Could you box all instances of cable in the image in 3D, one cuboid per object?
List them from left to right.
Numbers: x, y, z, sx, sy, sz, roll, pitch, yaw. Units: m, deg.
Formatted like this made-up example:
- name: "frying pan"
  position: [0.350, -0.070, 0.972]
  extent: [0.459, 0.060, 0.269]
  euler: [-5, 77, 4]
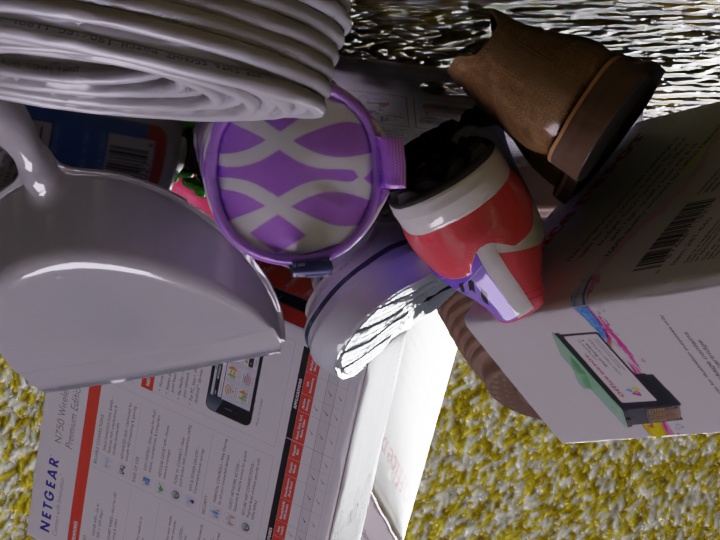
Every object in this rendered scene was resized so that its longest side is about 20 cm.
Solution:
- name: "cable"
  position: [-0.102, -0.100, 0.916]
  extent: [0.198, 0.070, 0.200]
  euler: [8, 175, -13]

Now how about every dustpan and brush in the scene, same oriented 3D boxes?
- name: "dustpan and brush"
  position: [-0.129, -0.020, 1.083]
  extent: [0.138, 0.058, 0.200]
  euler: [-10, 150, 18]

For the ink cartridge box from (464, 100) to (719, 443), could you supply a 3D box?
- name: "ink cartridge box"
  position: [0.159, -0.005, 1.068]
  extent: [0.084, 0.145, 0.200]
  euler: [51, 154, -15]

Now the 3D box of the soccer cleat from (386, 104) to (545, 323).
- name: "soccer cleat"
  position: [0.049, -0.027, 1.109]
  extent: [0.068, 0.074, 0.200]
  euler: [-30, -171, 4]

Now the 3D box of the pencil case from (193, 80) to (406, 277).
- name: "pencil case"
  position: [-0.031, -0.054, 1.082]
  extent: [0.085, 0.085, 0.200]
  euler: [-13, -170, -4]

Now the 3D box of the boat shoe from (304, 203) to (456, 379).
- name: "boat shoe"
  position: [0.000, 0.000, 1.165]
  extent: [0.067, 0.074, 0.200]
  euler: [42, -168, 7]

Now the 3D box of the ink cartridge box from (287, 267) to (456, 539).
- name: "ink cartridge box"
  position: [-0.003, 0.038, 1.405]
  extent: [0.084, 0.201, 0.146]
  euler: [5, 151, 20]

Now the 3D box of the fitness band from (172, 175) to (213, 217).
- name: "fitness band"
  position: [-0.131, -0.025, 1.380]
  extent: [0.199, 0.144, 0.037]
  euler: [35, 123, -15]

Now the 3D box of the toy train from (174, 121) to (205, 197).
- name: "toy train"
  position: [-0.060, -0.053, 1.317]
  extent: [0.056, 0.042, 0.200]
  euler: [5, -165, -33]

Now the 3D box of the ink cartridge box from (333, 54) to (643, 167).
- name: "ink cartridge box"
  position: [0.067, -0.075, 1.254]
  extent: [0.161, 0.058, 0.200]
  euler: [6, 155, 6]

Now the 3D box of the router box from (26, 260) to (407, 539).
- name: "router box"
  position: [-0.080, 0.085, 1.289]
  extent: [0.178, 0.201, 0.049]
  euler: [23, -148, 18]

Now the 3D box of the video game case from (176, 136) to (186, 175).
- name: "video game case"
  position: [-0.210, -0.050, 1.255]
  extent: [0.198, 0.024, 0.182]
  euler: [15, -151, 9]

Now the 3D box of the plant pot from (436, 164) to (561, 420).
- name: "plant pot"
  position: [0.121, 0.025, 1.298]
  extent: [0.199, 0.094, 0.201]
  euler: [7, 160, 2]

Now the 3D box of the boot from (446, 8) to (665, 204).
- name: "boot"
  position: [0.084, -0.078, 1.070]
  extent: [0.075, 0.074, 0.200]
  euler: [33, -179, 8]

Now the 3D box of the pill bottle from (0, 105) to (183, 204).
- name: "pill bottle"
  position: [-0.191, -0.071, 1.128]
  extent: [0.198, 0.113, 0.112]
  euler: [10, 174, -24]
